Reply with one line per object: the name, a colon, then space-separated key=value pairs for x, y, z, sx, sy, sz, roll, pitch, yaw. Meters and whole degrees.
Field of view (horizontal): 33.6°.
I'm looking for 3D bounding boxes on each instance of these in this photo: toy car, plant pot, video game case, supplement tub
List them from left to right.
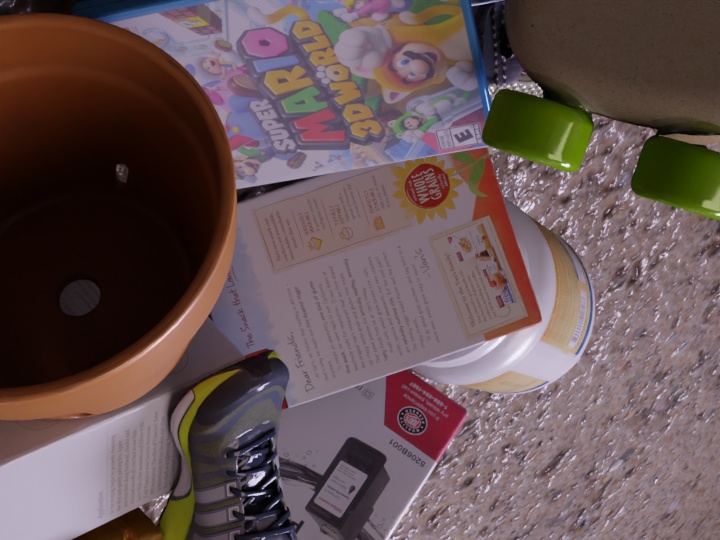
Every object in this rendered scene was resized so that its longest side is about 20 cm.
plant pot: x=-0.156 y=-0.009 z=0.610 sx=0.200 sy=0.200 sz=0.140 roll=-38 pitch=162 yaw=-14
video game case: x=-0.035 y=-0.103 z=0.642 sx=0.199 sy=0.018 sz=0.143 roll=-9 pitch=142 yaw=10
supplement tub: x=0.091 y=0.018 z=0.913 sx=0.145 sy=0.145 sz=0.200 roll=-52 pitch=156 yaw=8
toy car: x=0.172 y=-0.123 z=0.664 sx=0.200 sy=0.157 sz=0.165 roll=-3 pitch=113 yaw=-71

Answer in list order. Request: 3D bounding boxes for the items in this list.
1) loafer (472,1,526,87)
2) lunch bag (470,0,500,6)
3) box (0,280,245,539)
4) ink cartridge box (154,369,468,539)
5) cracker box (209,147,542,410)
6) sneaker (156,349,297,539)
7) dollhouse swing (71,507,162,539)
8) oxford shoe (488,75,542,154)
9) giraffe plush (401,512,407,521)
loafer: x=0.098 y=-0.160 z=0.756 sx=0.200 sy=0.063 sz=0.072 roll=-53 pitch=146 yaw=-62
lunch bag: x=0.089 y=-0.247 z=0.666 sx=0.200 sy=0.127 sz=0.170 roll=-17 pitch=125 yaw=-29
box: x=-0.187 y=0.083 z=0.713 sx=0.200 sy=0.124 sz=0.098 roll=-22 pitch=140 yaw=-33
ink cartridge box: x=-0.037 y=0.151 z=0.872 sx=0.200 sy=0.145 sz=0.083 roll=-55 pitch=178 yaw=-16
cracker box: x=0.000 y=0.000 z=0.768 sx=0.200 sy=0.134 sz=0.058 roll=-18 pitch=-177 yaw=-1
sneaker: x=-0.067 y=0.129 z=0.709 sx=0.074 sy=0.081 sz=0.200 roll=-22 pitch=141 yaw=-34
dollhouse swing: x=-0.258 y=0.227 z=0.763 sx=0.200 sy=0.182 sz=0.176 roll=-16 pitch=125 yaw=-39
oxford shoe: x=0.088 y=-0.125 z=0.860 sx=0.200 sy=0.058 sz=0.075 roll=-17 pitch=128 yaw=-43
giraffe plush: x=-0.007 y=0.193 z=1.025 sx=0.162 sy=0.172 sz=0.200 roll=-59 pitch=140 yaw=-21
